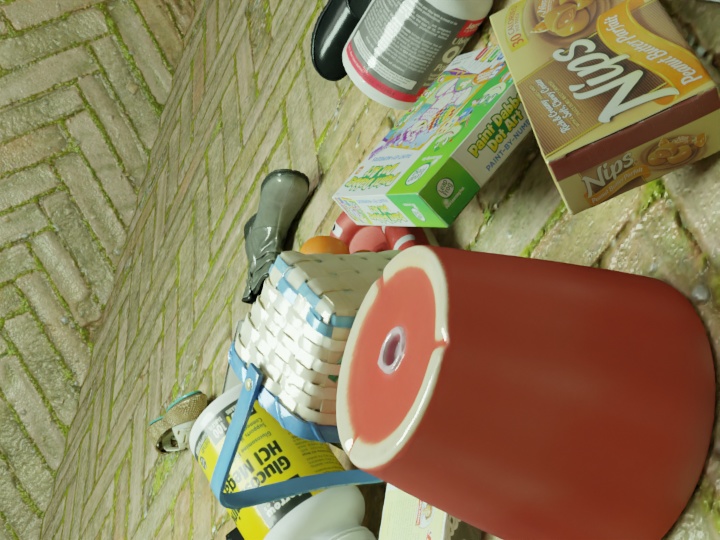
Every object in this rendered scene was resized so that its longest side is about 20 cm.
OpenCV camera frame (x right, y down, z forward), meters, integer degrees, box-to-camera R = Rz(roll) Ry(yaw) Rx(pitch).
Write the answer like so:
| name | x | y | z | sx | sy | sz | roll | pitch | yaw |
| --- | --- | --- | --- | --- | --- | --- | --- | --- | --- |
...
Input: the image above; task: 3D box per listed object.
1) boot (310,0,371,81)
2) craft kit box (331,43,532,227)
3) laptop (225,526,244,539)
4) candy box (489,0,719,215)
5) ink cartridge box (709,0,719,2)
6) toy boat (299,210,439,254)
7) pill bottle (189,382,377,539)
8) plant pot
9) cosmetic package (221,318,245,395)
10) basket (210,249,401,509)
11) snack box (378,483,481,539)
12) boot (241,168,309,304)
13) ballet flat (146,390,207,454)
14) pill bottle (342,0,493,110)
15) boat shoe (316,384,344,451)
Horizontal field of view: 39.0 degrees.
| name | x | y | z | sx | sy | sz | roll | pitch | yaw |
| --- | --- | --- | --- | --- | --- | --- | --- | --- | --- |
| boot | 0.007 | -0.333 | 1.329 | 0.199 | 0.073 | 0.163 | -67 | 25 | 12 |
| craft kit box | 0.083 | -0.123 | 0.906 | 0.198 | 0.048 | 0.200 | -52 | 19 | -12 |
| laptop | -0.075 | 0.351 | 1.073 | 0.200 | 0.116 | 0.187 | -40 | 27 | 3 |
| candy box | 0.170 | -0.140 | 0.725 | 0.115 | 0.055 | 0.201 | -24 | 41 | 14 |
| ink cartridge box | 0.223 | -0.297 | 0.666 | 0.201 | 0.146 | 0.083 | -68 | 21 | 8 |
| toy boat | 0.000 | 0.000 | 0.997 | 0.131 | 0.130 | 0.200 | -62 | 24 | 22 |
| pill bottle | -0.067 | 0.207 | 0.946 | 0.200 | 0.112 | 0.113 | 50 | 124 | 31 |
| plant pot | 0.092 | 0.076 | 0.653 | 0.201 | 0.176 | 0.201 | -51 | 29 | 43 |
| cosmetic package | -0.109 | 0.131 | 1.149 | 0.200 | 0.073 | 0.104 | 99 | -178 | -72 |
| basket | -0.019 | 0.090 | 0.779 | 0.139 | 0.175 | 0.201 | 46 | 129 | 41 |
| snack box | 0.055 | 0.211 | 0.825 | 0.116 | 0.037 | 0.201 | -30 | 46 | 62 |
| boot | -0.119 | -0.041 | 1.428 | 0.200 | 0.067 | 0.131 | 124 | 150 | -52 |
| ballet flat | -0.282 | 0.247 | 1.607 | 0.200 | 0.070 | 0.066 | -42 | 63 | 56 |
| pill bottle | 0.071 | -0.275 | 1.068 | 0.200 | 0.110 | 0.111 | -53 | 29 | 41 |
| boat shoe | -0.039 | 0.142 | 1.056 | 0.200 | 0.076 | 0.072 | 3 | 76 | 68 |
